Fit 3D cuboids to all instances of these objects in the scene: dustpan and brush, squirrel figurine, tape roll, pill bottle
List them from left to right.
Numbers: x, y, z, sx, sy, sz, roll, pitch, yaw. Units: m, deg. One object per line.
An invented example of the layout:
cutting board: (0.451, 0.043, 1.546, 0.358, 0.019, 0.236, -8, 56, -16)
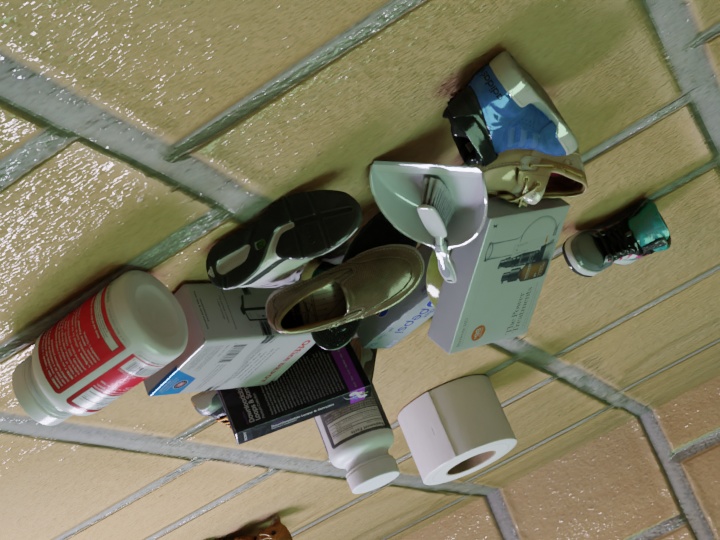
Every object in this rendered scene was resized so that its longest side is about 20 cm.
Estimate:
pill bottle: (-0.303, 0.095, 1.406, 0.199, 0.113, 0.112, -33, 157, 23)
squirrel figurine: (-0.236, 0.624, 2.714, 0.185, 0.142, 0.200, -33, 173, -3)
pill bottle: (-0.012, 0.242, 1.923, 0.109, 0.202, 0.111, -20, 160, -8)
dustpan and brush: (0.092, -0.050, 1.436, 0.138, 0.058, 0.200, 5, 156, 19)
tape roll: (0.187, 0.311, 2.376, 0.200, 0.141, 0.203, -21, 159, -8)

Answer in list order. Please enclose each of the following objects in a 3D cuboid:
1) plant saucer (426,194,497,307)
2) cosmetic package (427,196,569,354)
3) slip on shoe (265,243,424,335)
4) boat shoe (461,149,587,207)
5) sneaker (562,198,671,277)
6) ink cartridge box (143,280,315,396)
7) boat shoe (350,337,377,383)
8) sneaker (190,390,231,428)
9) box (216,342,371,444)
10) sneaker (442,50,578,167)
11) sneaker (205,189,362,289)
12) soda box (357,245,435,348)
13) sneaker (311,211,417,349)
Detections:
plant saucer: (0.171, -0.021, 1.616, 0.198, 0.031, 0.202, -26, 135, -28)
cosmetic package: (0.177, 0.000, 1.576, 0.149, 0.052, 0.202, -10, 126, -37)
slip on shoe: (-0.015, 0.026, 1.434, 0.197, 0.077, 0.061, -16, -166, -7)
boat shoe: (0.207, -0.115, 1.507, 0.198, 0.070, 0.074, -9, 154, -34)
sneaker: (0.399, -0.049, 1.833, 0.199, 0.084, 0.120, -13, 162, -45)
ink cartridge box: (-0.167, 0.085, 1.560, 0.198, 0.085, 0.146, -2, 149, -45)
boat shoe: (-0.015, 0.129, 1.813, 0.075, 0.073, 0.200, 10, -177, 1)
sneaker: (-0.179, 0.197, 1.777, 0.077, 0.078, 0.200, -24, 170, 17)
box: (-0.101, 0.145, 1.686, 0.197, 0.144, 0.036, -17, 141, -14)
sneaker: (0.160, -0.156, 1.348, 0.111, 0.077, 0.199, -37, 151, 16)
sneaker: (-0.073, -0.035, 1.425, 0.198, 0.077, 0.115, -23, 169, 20)
soda box: (0.073, 0.032, 1.708, 0.063, 0.069, 0.200, 4, 145, -45)
sneaker: (0.000, 0.000, 1.535, 0.201, 0.083, 0.121, -55, -167, 3)
